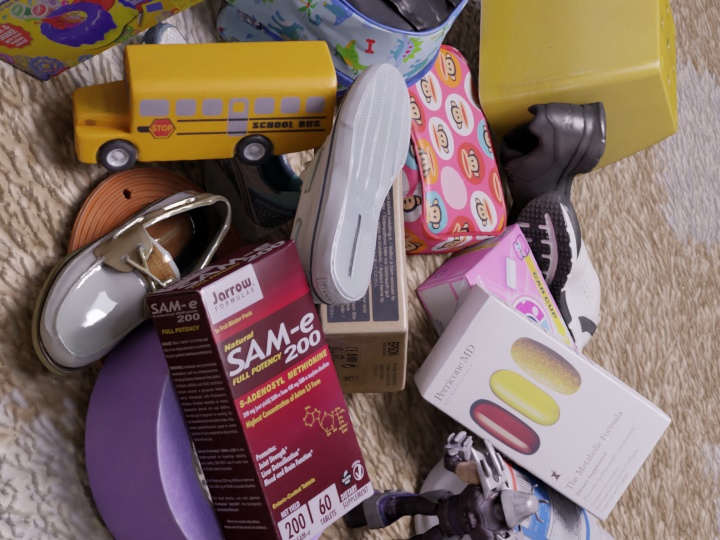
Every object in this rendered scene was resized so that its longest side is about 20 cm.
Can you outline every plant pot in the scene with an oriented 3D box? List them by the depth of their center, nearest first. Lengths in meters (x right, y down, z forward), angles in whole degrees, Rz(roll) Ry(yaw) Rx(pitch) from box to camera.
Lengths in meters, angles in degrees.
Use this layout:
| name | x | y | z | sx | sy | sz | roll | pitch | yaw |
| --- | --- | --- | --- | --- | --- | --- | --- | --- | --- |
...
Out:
| name | x | y | z | sx | sy | sz | roll | pitch | yaw |
| --- | --- | --- | --- | --- | --- | --- | --- | --- | --- |
| plant pot | 0.231 | -0.221 | 1.613 | 0.200 | 0.174 | 0.202 | 54 | 35 | -59 |

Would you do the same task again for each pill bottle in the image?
| name | x | y | z | sx | sy | sz | roll | pitch | yaw |
| --- | --- | --- | --- | --- | --- | --- | --- | --- | --- |
| pill bottle | 0.151 | 0.246 | 1.445 | 0.199 | 0.111 | 0.113 | 33 | 53 | -38 |

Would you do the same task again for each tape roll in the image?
| name | x | y | z | sx | sy | sz | roll | pitch | yaw |
| --- | --- | --- | --- | --- | --- | --- | --- | --- | --- |
| tape roll | -0.106 | 0.128 | 1.185 | 0.199 | 0.084 | 0.203 | 8 | 79 | -47 |

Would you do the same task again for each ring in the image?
| name | x | y | z | sx | sy | sz | roll | pitch | yaw |
| --- | --- | --- | --- | --- | --- | --- | --- | --- | --- |
| ring | -0.155 | 0.017 | 1.241 | 0.199 | 0.019 | 0.203 | 20 | 62 | -45 |

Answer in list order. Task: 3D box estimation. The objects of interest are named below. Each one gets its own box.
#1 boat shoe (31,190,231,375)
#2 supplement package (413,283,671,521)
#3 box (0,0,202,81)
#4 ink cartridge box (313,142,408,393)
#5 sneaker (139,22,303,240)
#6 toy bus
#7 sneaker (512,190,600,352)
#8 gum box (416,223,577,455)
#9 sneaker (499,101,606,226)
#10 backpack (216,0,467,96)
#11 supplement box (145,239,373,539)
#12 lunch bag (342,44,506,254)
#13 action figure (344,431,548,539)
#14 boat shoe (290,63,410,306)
| name | x | y | z | sx | sy | sz | roll | pitch | yaw |
| --- | --- | --- | --- | --- | --- | --- | --- | --- | --- |
| boat shoe | -0.167 | -0.001 | 1.164 | 0.075 | 0.068 | 0.200 | 56 | 43 | -19 |
| supplement package | 0.160 | 0.116 | 1.419 | 0.199 | 0.114 | 0.110 | 34 | 3 | -5 |
| box | -0.204 | -0.276 | 1.149 | 0.121 | 0.199 | 0.195 | 28 | 57 | -41 |
| ink cartridge box | 0.000 | 0.000 | 1.302 | 0.200 | 0.074 | 0.167 | 88 | 0 | -73 |
| sneaker | -0.105 | -0.125 | 1.299 | 0.201 | 0.086 | 0.078 | 57 | 41 | -19 |
| toy bus | -0.122 | -0.129 | 1.206 | 0.197 | 0.079 | 0.066 | -3 | 44 | -12 |
| sneaker | 0.203 | 0.000 | 1.594 | 0.080 | 0.073 | 0.202 | -43 | 137 | -38 |
| gum box | 0.148 | 0.073 | 1.541 | 0.113 | 0.066 | 0.202 | -40 | 107 | -47 |
| sneaker | 0.175 | -0.103 | 1.570 | 0.090 | 0.201 | 0.077 | 8 | 50 | -12 |
| backpack | -0.015 | -0.242 | 1.370 | 0.199 | 0.148 | 0.183 | 35 | 44 | 7 |
| supplement box | -0.069 | 0.092 | 1.123 | 0.108 | 0.060 | 0.202 | -29 | 106 | -46 |
| lunch bag | 0.071 | -0.119 | 1.511 | 0.175 | 0.081 | 0.203 | -3 | 78 | -51 |
| action figure | 0.074 | 0.203 | 1.299 | 0.069 | 0.199 | 0.132 | 0 | 77 | -50 |
| boat shoe | -0.018 | -0.068 | 1.182 | 0.074 | 0.066 | 0.202 | 44 | 52 | -41 |
